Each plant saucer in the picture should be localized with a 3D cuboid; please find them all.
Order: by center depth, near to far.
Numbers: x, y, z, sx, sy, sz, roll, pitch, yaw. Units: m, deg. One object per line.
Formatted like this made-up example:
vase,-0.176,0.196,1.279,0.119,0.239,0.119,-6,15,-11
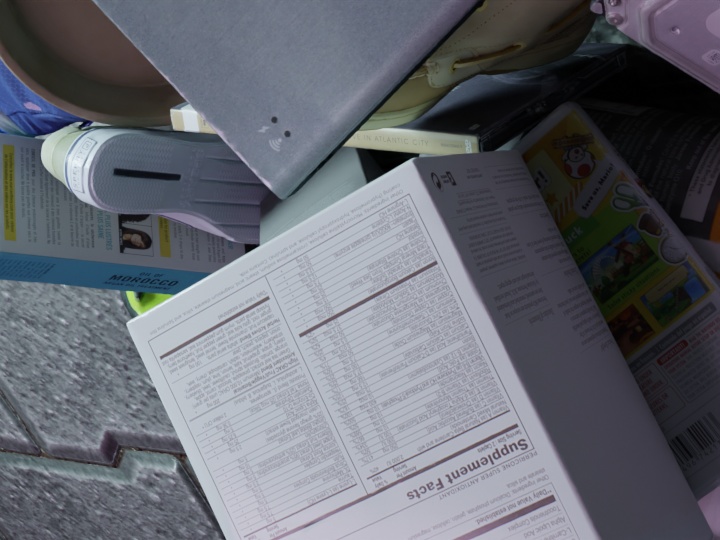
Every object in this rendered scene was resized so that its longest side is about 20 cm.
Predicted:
plant saucer,-0.120,-0.174,0.806,0.030,0.199,0.201,-113,7,-50

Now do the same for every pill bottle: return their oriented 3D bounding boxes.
pill bottle,0.134,-0.030,0.744,0.199,0.116,0.117,15,138,34

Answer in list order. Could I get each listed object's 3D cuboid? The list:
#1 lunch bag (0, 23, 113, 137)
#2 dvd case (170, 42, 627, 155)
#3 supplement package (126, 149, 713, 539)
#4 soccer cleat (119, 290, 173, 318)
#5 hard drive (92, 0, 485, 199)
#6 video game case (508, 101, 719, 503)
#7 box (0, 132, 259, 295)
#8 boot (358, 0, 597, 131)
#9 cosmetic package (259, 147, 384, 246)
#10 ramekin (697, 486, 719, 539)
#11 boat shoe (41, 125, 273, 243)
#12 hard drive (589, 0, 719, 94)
lunch bag,-0.217,-0.176,0.902,0.132,0.136,0.201,-6,126,48
dvd case,0.019,-0.098,0.753,0.199,0.148,0.016,9,119,37
supplement package,0.031,0.072,0.616,0.150,0.152,0.201,-28,85,23
soccer cleat,-0.156,-0.010,1.051,0.200,0.067,0.081,55,167,31
hard drive,-0.009,-0.149,0.583,0.140,0.033,0.200,46,105,1
video game case,0.084,0.052,0.688,0.200,0.023,0.182,-41,80,23
box,-0.154,-0.032,0.944,0.199,0.083,0.049,7,158,-33
boot,0.057,-0.143,0.634,0.073,0.199,0.156,60,148,18
cosmetic package,0.000,0.000,0.839,0.090,0.200,0.107,-35,107,9
ramekin,0.196,0.095,0.766,0.201,0.202,0.095,21,98,27
boat shoe,-0.111,-0.065,0.911,0.062,0.199,0.073,28,101,40
hard drive,0.214,-0.103,0.592,0.199,0.038,0.139,28,149,-22
